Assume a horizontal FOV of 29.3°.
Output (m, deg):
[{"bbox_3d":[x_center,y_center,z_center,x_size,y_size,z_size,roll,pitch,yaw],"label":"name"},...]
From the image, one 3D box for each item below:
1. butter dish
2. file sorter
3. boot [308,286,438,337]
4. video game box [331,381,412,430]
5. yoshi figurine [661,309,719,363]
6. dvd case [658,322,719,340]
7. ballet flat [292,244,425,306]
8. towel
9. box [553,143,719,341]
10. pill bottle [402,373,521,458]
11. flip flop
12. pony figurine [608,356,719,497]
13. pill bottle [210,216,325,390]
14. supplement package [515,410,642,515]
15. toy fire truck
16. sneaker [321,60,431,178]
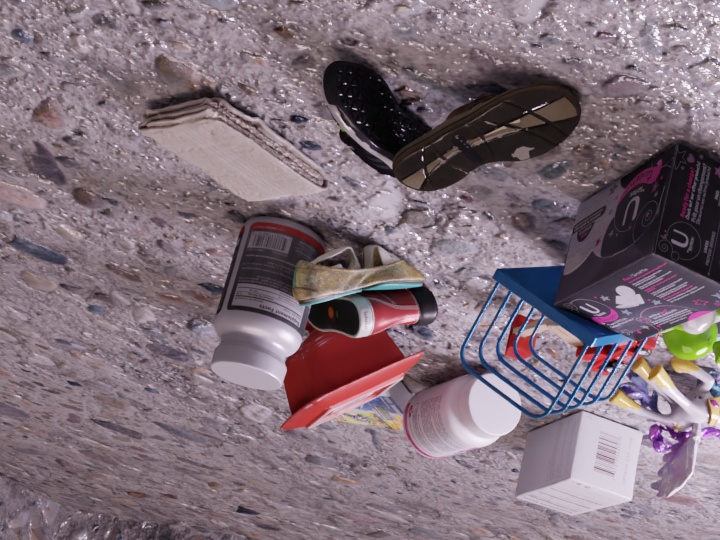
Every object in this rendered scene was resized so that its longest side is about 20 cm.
[{"bbox_3d":[-0.038,0.129,2.013,0.199,0.148,0.199,-23,170,-23],"label":"butter dish"},{"bbox_3d":[0.226,0.082,1.580,0.139,0.123,0.200,36,-161,26],"label":"file sorter"},{"bbox_3d":[0.015,0.042,1.855,0.144,0.073,0.200,-8,-165,-28],"label":"boot"},{"bbox_3d":[-0.008,0.209,2.302,0.181,0.047,0.200,7,157,23],"label":"video game box"},{"bbox_3d":[0.414,0.047,1.525,0.199,0.113,0.112,-12,-174,19],"label":"yoshi figurine"},{"bbox_3d":[0.377,0.054,1.718,0.199,0.022,0.146,8,157,19],"label":"dvd case"},{"bbox_3d":[0.000,0.000,1.744,0.199,0.071,0.071,-9,173,-35],"label":"ballet flat"},{"bbox_3d":[-0.144,-0.136,1.567,0.132,0.035,0.200,-4,153,41],"label":"towel"},{"bbox_3d":[0.305,-0.026,1.422,0.114,0.133,0.200,23,158,-15],"label":"box"},{"bbox_3d":[0.158,0.225,2.142,0.113,0.114,0.200,22,157,-20],"label":"pill bottle"},{"bbox_3d":[0.120,-0.138,1.352,0.199,0.058,0.081,-23,130,30],"label":"flip flop"},{"bbox_3d":[0.449,0.205,1.903,0.200,0.167,0.193,34,147,-8],"label":"pony figurine"},{"bbox_3d":[-0.121,0.042,1.758,0.115,0.201,0.116,13,159,5],"label":"pill bottle"},{"bbox_3d":[0.354,0.318,2.243,0.117,0.117,0.200,20,158,-14],"label":"supplement package"},{"bbox_3d":[0.280,0.083,1.759,0.140,0.049,0.200,19,158,-9],"label":"toy fire truck"},{"bbox_3d":[0.004,-0.142,1.410,0.083,0.072,0.200,0,154,36],"label":"sneaker"}]
